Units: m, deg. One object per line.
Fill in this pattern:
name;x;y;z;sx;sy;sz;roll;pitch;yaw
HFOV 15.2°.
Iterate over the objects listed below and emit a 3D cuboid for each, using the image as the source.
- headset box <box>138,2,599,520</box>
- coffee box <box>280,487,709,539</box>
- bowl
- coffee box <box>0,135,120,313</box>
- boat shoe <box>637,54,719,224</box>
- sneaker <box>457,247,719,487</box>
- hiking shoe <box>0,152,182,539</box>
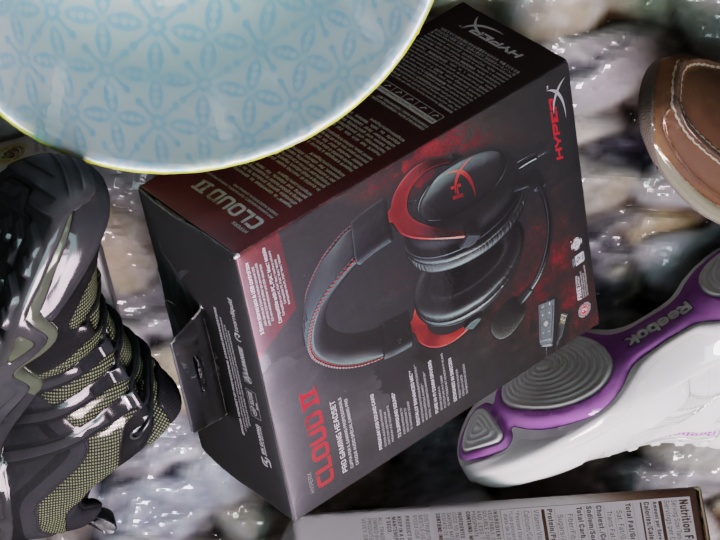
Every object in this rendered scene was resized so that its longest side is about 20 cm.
headset box;0.000;0.000;1.157;0.200;0.075;0.149;-31;131;-25
coffee box;0.059;0.163;1.298;0.199;0.080;0.114;-3;160;-13
bowl;-0.074;-0.149;1.056;0.199;0.108;0.201;-8;127;-10
coffee box;-0.206;0.025;1.163;0.199;0.080;0.115;-14;127;-5
boat shoe;0.207;-0.051;1.211;0.200;0.076;0.072;21;153;-36
sneaker;0.144;0.063;1.287;0.199;0.075;0.100;-27;126;5
hiking shoe;-0.121;0.032;1.107;0.100;0.076;0.200;-3;133;-28
